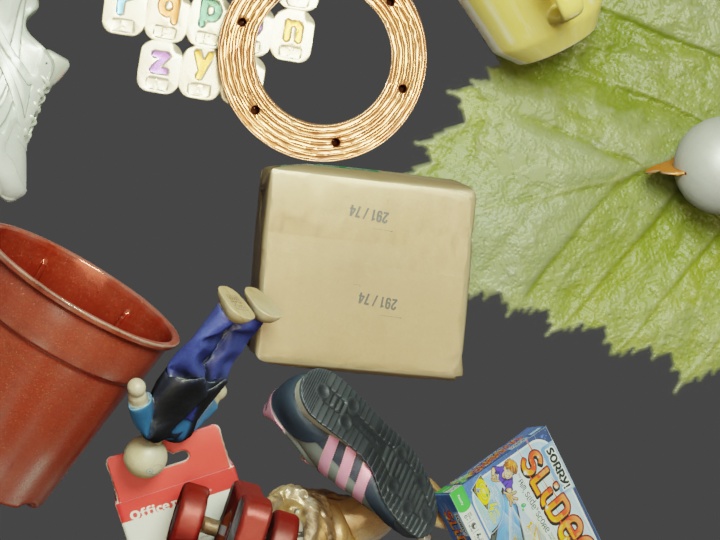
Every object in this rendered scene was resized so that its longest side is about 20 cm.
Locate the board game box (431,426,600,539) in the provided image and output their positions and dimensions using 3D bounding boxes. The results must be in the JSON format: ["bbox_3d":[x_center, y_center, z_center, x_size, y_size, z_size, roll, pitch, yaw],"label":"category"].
[{"bbox_3d":[0.167,0.271,1.610,0.135,0.034,0.200,-31,98,-31],"label":"board game box"}]

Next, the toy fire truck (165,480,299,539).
[{"bbox_3d":[-0.125,0.282,1.454,0.112,0.168,0.200,19,91,-7],"label":"toy fire truck"}]

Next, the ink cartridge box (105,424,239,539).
[{"bbox_3d":[-0.159,0.250,1.568,0.116,0.067,0.200,-17,95,-8],"label":"ink cartridge box"}]

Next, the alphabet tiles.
[{"bbox_3d":[-0.139,-0.258,1.570,0.200,0.015,0.196,8,92,-9],"label":"alphabet tiles"}]

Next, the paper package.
[{"bbox_3d":[0.000,0.000,1.561,0.199,0.103,0.191,5,92,-8],"label":"paper package"}]

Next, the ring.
[{"bbox_3d":[-0.036,-0.203,1.574,0.200,0.019,0.201,-1,94,-8],"label":"ring"}]

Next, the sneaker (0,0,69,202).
[{"bbox_3d":[-0.313,-0.164,1.520,0.099,0.078,0.201,-8,95,-12],"label":"sneaker"}]

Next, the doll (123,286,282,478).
[{"bbox_3d":[-0.154,0.103,1.476,0.048,0.136,0.200,45,112,26],"label":"doll"}]

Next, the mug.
[{"bbox_3d":[0.146,-0.271,1.541,0.149,0.187,0.153,-19,107,28],"label":"mug"}]

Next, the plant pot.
[{"bbox_3d":[-0.298,0.092,1.485,0.201,0.201,0.195,32,96,-9],"label":"plant pot"}]

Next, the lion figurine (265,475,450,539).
[{"bbox_3d":[0.009,0.238,1.601,0.200,0.072,0.123,-21,88,-21],"label":"lion figurine"}]

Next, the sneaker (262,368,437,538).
[{"bbox_3d":[-0.009,0.175,1.554,0.200,0.082,0.070,52,46,-15],"label":"sneaker"}]

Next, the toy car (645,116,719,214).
[{"bbox_3d":[0.379,-0.104,1.610,0.200,0.177,0.185,5,108,19],"label":"toy car"}]
